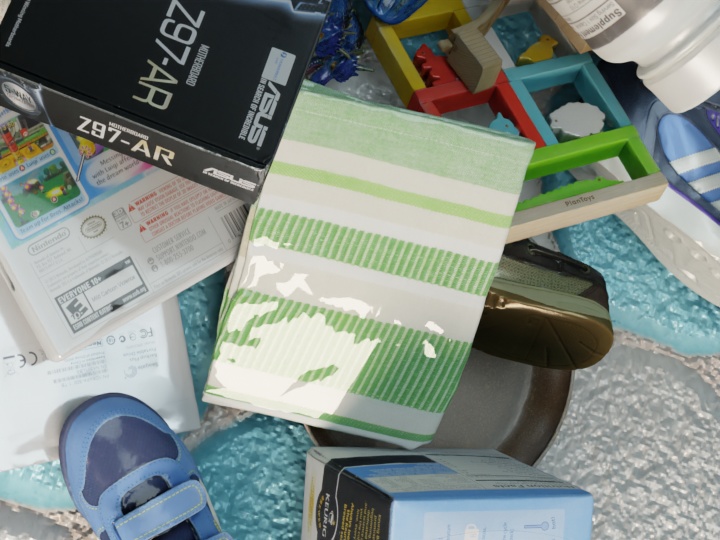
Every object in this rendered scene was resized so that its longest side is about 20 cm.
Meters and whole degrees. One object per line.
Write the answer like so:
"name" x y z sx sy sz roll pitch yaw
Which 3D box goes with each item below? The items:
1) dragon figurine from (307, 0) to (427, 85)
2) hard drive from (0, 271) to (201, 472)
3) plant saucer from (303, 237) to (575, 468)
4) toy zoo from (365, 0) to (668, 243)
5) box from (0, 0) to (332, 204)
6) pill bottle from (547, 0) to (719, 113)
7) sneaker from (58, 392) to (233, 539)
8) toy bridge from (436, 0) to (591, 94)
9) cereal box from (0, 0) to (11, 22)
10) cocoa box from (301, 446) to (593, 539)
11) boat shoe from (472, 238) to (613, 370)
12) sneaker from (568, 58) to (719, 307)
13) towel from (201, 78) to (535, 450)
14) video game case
"dragon figurine" 0.019 -0.190 1.215 0.200 0.059 0.099 -36 70 -22
"hard drive" -0.173 0.005 1.152 0.131 0.025 0.201 -10 90 -25
"plant saucer" 0.042 0.051 1.242 0.199 0.032 0.202 2 84 -23
"toy zoo" 0.089 -0.113 1.236 0.131 0.020 0.201 -16 63 -26
"box" -0.096 -0.155 1.084 0.159 0.044 0.201 22 65 -4
"pill bottle" 0.154 -0.197 1.182 0.200 0.113 0.113 45 70 -9
"sneaker" -0.105 0.161 1.129 0.074 0.082 0.201 -29 104 -17
"toy bridge" 0.129 -0.169 1.257 0.199 0.027 0.067 -21 63 -28
"cereal box" -0.145 -0.188 1.132 0.199 0.040 0.144 23 63 -5
"cocoa box" 0.043 0.212 1.155 0.133 0.131 0.201 2 96 -24
"boat shoe" 0.057 0.004 1.205 0.199 0.073 0.065 20 43 -11
"sneaker" 0.236 -0.079 1.313 0.200 0.081 0.147 40 75 -10
"towel" 0.000 0.000 1.147 0.152 0.023 0.201 14 109 -6
"video game case" -0.137 -0.074 1.146 0.199 0.024 0.183 -31 94 -25
